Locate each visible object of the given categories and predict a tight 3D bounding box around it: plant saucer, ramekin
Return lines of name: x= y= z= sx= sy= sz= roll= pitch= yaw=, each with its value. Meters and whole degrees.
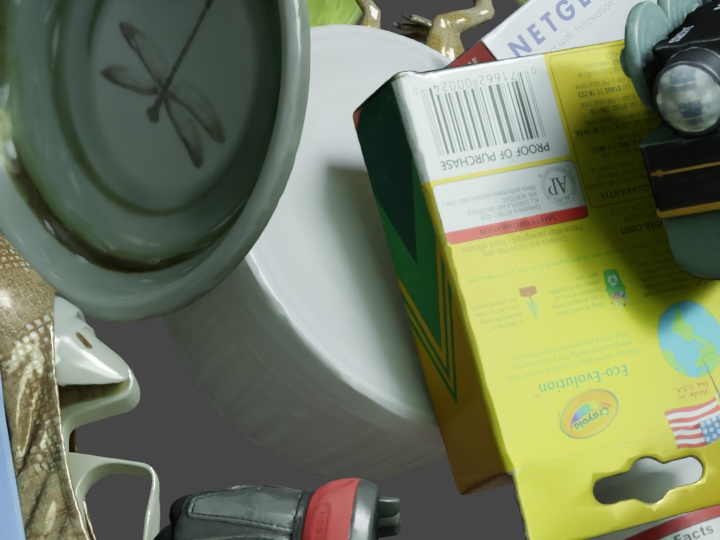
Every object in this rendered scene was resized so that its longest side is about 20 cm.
plant saucer: x=-0.081 y=-0.080 z=1.084 sx=0.050 sy=0.200 sz=0.201 roll=0 pitch=63 yaw=-47
ramekin: x=0.000 y=0.000 z=1.184 sx=0.202 sy=0.094 sz=0.203 roll=21 pitch=52 yaw=-28

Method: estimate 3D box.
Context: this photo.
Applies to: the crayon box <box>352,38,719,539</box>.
crayon box: x=0.085 y=0.011 z=1.112 sx=0.127 sy=0.051 sz=0.201 roll=-10 pitch=79 yaw=-25

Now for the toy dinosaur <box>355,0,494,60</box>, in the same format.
toy dinosaur: x=0.034 y=-0.093 z=1.289 sx=0.199 sy=0.058 sz=0.101 roll=10 pitch=53 yaw=-5

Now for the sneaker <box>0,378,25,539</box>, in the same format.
sneaker: x=-0.177 y=0.069 z=1.009 sx=0.078 sy=0.070 sz=0.201 roll=-1 pitch=58 yaw=-26

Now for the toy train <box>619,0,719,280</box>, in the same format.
toy train: x=0.170 y=-0.075 z=1.122 sx=0.200 sy=0.085 sz=0.114 roll=-42 pitch=120 yaw=-59

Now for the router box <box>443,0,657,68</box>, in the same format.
router box: x=0.164 y=-0.079 z=1.227 sx=0.200 sy=0.049 sz=0.180 roll=-40 pitch=93 yaw=-27

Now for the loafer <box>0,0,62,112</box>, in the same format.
loafer: x=-0.141 y=-0.124 z=1.162 sx=0.200 sy=0.072 sz=0.073 roll=51 pitch=43 yaw=-1

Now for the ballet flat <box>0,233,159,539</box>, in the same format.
ballet flat: x=-0.114 y=0.072 z=1.057 sx=0.065 sy=0.071 sz=0.201 roll=-11 pitch=73 yaw=-2

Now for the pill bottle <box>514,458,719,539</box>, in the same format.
pill bottle: x=0.141 y=0.157 z=1.188 sx=0.112 sy=0.112 sz=0.201 roll=-8 pitch=68 yaw=-43

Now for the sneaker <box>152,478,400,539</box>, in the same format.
sneaker: x=-0.036 y=0.132 z=1.028 sx=0.098 sy=0.201 sz=0.071 roll=5 pitch=63 yaw=3
